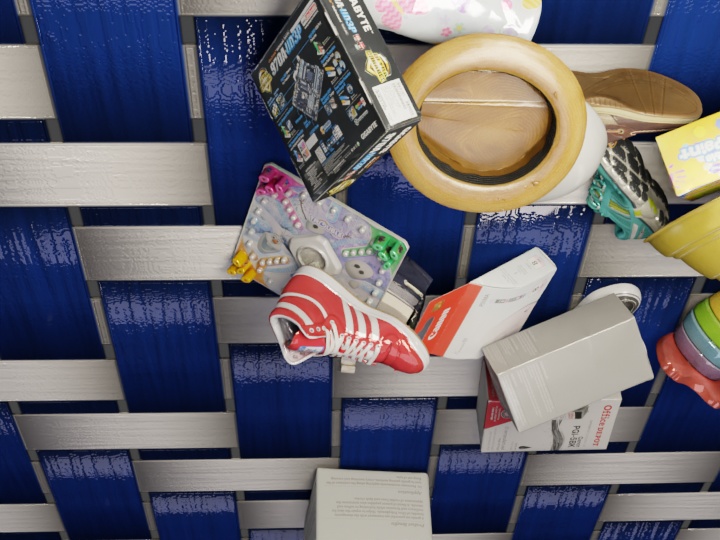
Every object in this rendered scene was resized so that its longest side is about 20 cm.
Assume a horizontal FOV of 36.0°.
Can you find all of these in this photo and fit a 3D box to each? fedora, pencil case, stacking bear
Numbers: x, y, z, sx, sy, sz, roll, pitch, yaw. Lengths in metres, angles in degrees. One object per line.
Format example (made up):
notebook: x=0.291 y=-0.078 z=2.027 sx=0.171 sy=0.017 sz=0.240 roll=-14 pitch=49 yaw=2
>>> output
fedora: x=0.124 y=-0.155 z=1.118 sx=0.200 sy=0.082 sz=0.201 roll=-1 pitch=116 yaw=-1
pencil case: x=0.080 y=-0.271 z=1.105 sx=0.200 sy=0.083 sz=0.091 roll=10 pitch=121 yaw=-16
stacking bear: x=0.517 y=0.073 z=1.520 sx=0.121 sy=0.114 sz=0.200 roll=33 pitch=119 yaw=-17

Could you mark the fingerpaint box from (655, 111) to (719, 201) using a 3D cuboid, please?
fingerpaint box: x=0.440 y=-0.147 z=1.218 sx=0.200 sy=0.073 sz=0.167 roll=-21 pitch=174 yaw=22

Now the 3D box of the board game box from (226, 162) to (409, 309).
board game box: x=-0.060 y=-0.014 z=1.379 sx=0.200 sy=0.026 sz=0.200 roll=31 pitch=137 yaw=5

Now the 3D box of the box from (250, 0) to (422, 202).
box: x=-0.031 y=-0.175 z=1.112 sx=0.046 sy=0.159 sz=0.200 roll=-23 pitch=173 yaw=-28

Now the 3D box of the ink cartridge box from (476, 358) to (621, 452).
ink cartridge box: x=0.282 y=0.203 z=1.681 sx=0.200 sy=0.083 sz=0.147 roll=-1 pitch=139 yaw=0

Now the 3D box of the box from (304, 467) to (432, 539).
box: x=0.009 y=0.463 z=1.909 sx=0.199 sy=0.171 sz=0.200 roll=4 pitch=140 yaw=-7

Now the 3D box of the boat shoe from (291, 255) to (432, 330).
boat shoe: x=0.000 y=0.000 z=1.443 sx=0.200 sy=0.093 sz=0.075 roll=36 pitch=138 yaw=0

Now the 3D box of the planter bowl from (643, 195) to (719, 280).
planter bowl: x=0.435 y=-0.044 z=1.275 sx=0.200 sy=0.084 sz=0.200 roll=-25 pitch=171 yaw=-4

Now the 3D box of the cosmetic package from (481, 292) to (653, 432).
cosmetic package: x=0.277 y=0.123 z=1.483 sx=0.200 sy=0.090 sz=0.107 roll=-22 pitch=115 yaw=-2

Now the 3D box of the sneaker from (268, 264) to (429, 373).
sneaker: x=-0.019 y=0.087 z=1.340 sx=0.200 sy=0.113 sz=0.071 roll=33 pitch=136 yaw=3

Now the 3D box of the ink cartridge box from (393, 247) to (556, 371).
ink cartridge box: x=0.152 y=0.066 z=1.459 sx=0.200 sy=0.057 sz=0.163 roll=-29 pitch=155 yaw=-36

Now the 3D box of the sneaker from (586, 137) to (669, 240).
sneaker: x=0.309 y=-0.094 z=1.338 sx=0.080 sy=0.078 sz=0.200 roll=-15 pitch=139 yaw=28

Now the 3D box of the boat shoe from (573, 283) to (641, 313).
boat shoe: x=0.313 y=0.091 z=1.561 sx=0.200 sy=0.066 sz=0.070 roll=-33 pitch=131 yaw=32

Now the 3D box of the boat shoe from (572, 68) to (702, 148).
boat shoe: x=0.275 y=-0.176 z=1.239 sx=0.200 sy=0.072 sz=0.072 roll=2 pitch=143 yaw=1

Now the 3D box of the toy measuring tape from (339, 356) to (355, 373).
toy measuring tape: x=-0.003 y=0.105 z=1.559 sx=0.073 sy=0.074 sz=0.200 roll=5 pitch=139 yaw=-9

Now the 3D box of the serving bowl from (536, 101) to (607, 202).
serving bowl: x=0.170 y=-0.132 z=1.235 sx=0.200 sy=0.066 sz=0.200 roll=13 pitch=154 yaw=6
